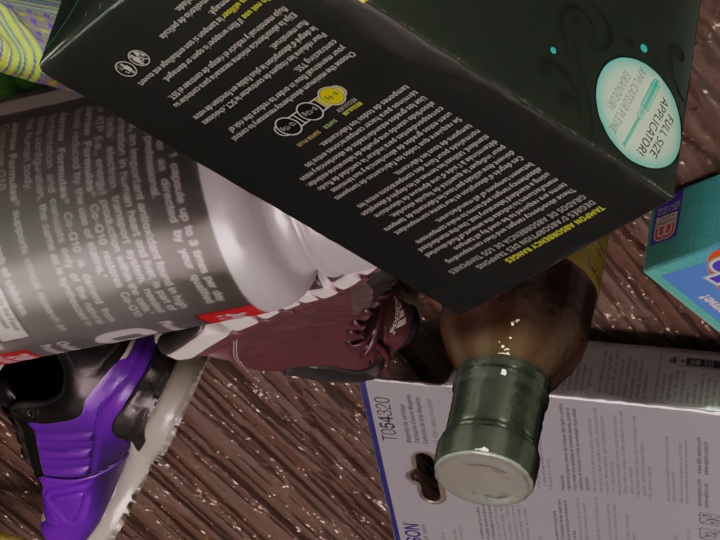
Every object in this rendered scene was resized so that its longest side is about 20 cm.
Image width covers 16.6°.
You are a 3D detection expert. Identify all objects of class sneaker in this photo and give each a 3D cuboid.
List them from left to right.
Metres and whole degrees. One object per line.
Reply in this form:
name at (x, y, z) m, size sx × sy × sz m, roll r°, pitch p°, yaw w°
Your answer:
sneaker at (-0.154, 0.079, 1.319) m, size 0.099 × 0.070 × 0.200 m, roll 26°, pitch 141°, yaw -7°
sneaker at (0.000, 0.000, 1.158) m, size 0.115 × 0.076 × 0.200 m, roll 20°, pitch 151°, yaw -34°

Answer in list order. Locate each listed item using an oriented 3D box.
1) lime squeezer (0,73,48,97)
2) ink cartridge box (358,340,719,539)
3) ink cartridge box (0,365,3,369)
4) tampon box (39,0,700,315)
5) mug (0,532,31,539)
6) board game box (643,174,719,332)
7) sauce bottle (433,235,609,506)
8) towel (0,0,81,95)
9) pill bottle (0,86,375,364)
lime squeezer at (-0.165, -0.092, 1.091) m, size 0.071 × 0.038 × 0.200 m, roll 19°, pitch 148°, yaw -15°
ink cartridge box at (0.110, 0.100, 1.278) m, size 0.200 × 0.043 × 0.197 m, roll 7°, pitch 147°, yaw 12°
ink cartridge box at (-0.280, -0.005, 1.214) m, size 0.200 × 0.085 × 0.144 m, roll 32°, pitch 142°, yaw -24°
tampon box at (0.013, -0.107, 0.909) m, size 0.200 × 0.150 × 0.126 m, roll 30°, pitch 143°, yaw -25°
mug at (-0.285, 0.194, 1.446) m, size 0.186 × 0.153 × 0.149 m, roll 21°, pitch 145°, yaw -13°
board game box at (0.248, -0.006, 1.073) m, size 0.152 × 0.045 × 0.200 m, roll 35°, pitch 141°, yaw -30°
sauce bottle at (0.068, 0.001, 1.005) m, size 0.065 × 0.200 × 0.065 m, roll 8°, pitch 144°, yaw 6°
towel at (-0.133, -0.111, 0.939) m, size 0.200 × 0.144 × 0.023 m, roll 16°, pitch 114°, yaw -33°
pill bottle at (-0.084, -0.031, 1.043) m, size 0.200 × 0.114 × 0.114 m, roll -11°, pitch 141°, yaw 17°
